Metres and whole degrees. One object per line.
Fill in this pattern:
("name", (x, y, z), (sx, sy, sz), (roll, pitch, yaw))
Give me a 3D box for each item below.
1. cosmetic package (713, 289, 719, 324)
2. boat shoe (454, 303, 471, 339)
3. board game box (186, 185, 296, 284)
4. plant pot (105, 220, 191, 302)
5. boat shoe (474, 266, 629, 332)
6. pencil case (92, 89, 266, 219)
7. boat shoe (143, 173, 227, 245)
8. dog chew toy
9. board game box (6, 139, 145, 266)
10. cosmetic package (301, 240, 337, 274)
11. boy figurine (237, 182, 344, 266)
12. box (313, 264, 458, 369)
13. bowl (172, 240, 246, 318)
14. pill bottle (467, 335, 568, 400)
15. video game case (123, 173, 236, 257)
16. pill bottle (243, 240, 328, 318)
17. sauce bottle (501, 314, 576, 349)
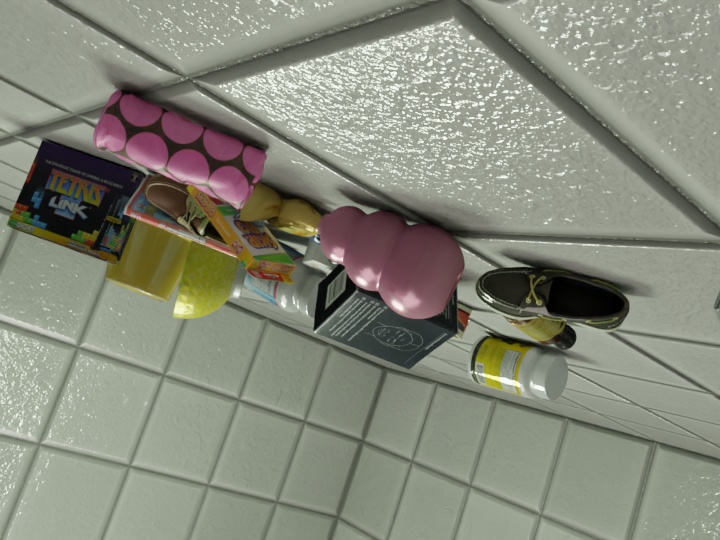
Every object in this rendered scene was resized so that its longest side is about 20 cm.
("cosmetic package", (0.413, 0.034, 0.637), (0.198, 0.091, 0.107), (16, 168, 37))
("boat shoe", (0.121, 0.071, 1.495), (0.198, 0.063, 0.071), (23, 172, -11))
("board game box", (-0.171, -0.058, 1.130), (0.095, 0.030, 0.201), (11, -144, -55))
("plant pot", (-0.407, -0.048, 1.512), (0.199, 0.191, 0.201), (20, 171, 3))
("boat shoe", (0.248, 0.030, 1.005), (0.199, 0.073, 0.061), (10, 165, 12))
("pencil case", (-0.218, -0.143, 0.933), (0.198, 0.092, 0.094), (25, -177, -15))
("boat shoe", (-0.249, -0.093, 1.215), (0.198, 0.076, 0.072), (21, -148, -9))
("dog chew toy", (0.034, -0.021, 1.012), (0.198, 0.126, 0.125), (26, 172, 10))
("board game box", (-0.497, -0.119, 1.363), (0.198, 0.167, 0.057), (18, 173, 5))
("cosmetic package", (0.000, 0.000, 1.377), (0.198, 0.051, 0.082), (22, 169, -16))
("boy figurine", (-0.092, -0.069, 1.145), (0.199, 0.065, 0.124), (24, 173, -36))
("box", (0.044, 0.061, 1.291), (0.198, 0.108, 0.148), (24, 138, -22))
("bowl", (-0.260, -0.001, 1.381), (0.106, 0.203, 0.200), (16, 171, -12))
("pill bottle", (0.345, 0.215, 1.688), (0.199, 0.116, 0.114), (11, 167, 44))
("video game case", (-0.280, -0.093, 1.288), (0.198, 0.018, 0.143), (21, -153, -10))
("pill bottle", (-0.146, 0.010, 1.446), (0.199, 0.110, 0.109), (28, 176, 30))
("sauce bottle", (0.284, 0.078, 1.205), (0.065, 0.067, 0.199), (12, 169, 38))
